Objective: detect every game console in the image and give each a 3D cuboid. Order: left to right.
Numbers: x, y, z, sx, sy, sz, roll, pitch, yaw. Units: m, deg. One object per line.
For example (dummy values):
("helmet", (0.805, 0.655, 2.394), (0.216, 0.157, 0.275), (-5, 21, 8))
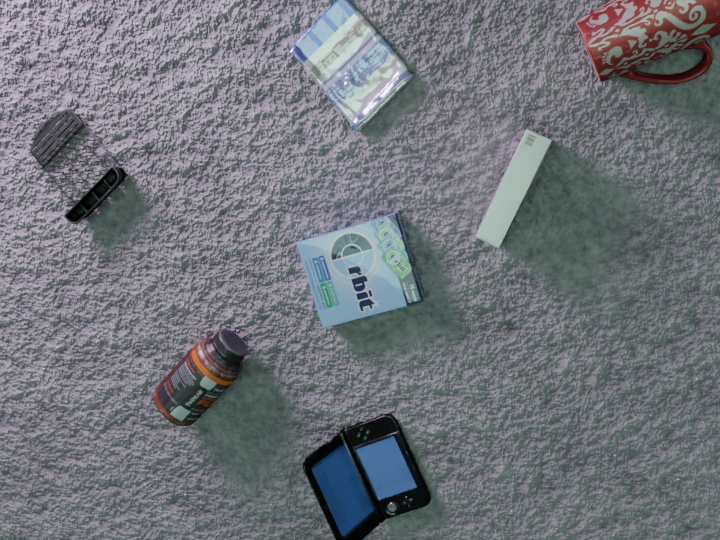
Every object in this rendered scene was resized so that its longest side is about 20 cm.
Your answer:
("game console", (0.016, 0.405, 1.449), (0.175, 0.116, 0.201), (-23, 96, 16))

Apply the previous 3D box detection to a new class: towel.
("towel", (-0.018, -0.370, 1.357), (0.147, 0.024, 0.200), (-41, 90, 16))

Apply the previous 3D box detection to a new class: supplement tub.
("supplement tub", (-0.310, 0.207, 1.490), (0.107, 0.107, 0.200), (44, 107, 2))

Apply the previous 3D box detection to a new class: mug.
("mug", (0.463, -0.371, 1.195), (0.199, 0.133, 0.178), (-22, 93, 19))

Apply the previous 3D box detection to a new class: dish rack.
("dish rack", (-0.569, -0.212, 1.496), (0.153, 0.055, 0.200), (-40, 90, 16))

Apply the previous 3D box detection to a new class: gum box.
("gum box", (0.000, 0.000, 1.413), (0.199, 0.045, 0.171), (-16, 96, 16))

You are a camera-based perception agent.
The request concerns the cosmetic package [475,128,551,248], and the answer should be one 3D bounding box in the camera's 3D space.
("cosmetic package", (0.265, -0.142, 1.307), (0.050, 0.083, 0.201), (25, 105, 4))
